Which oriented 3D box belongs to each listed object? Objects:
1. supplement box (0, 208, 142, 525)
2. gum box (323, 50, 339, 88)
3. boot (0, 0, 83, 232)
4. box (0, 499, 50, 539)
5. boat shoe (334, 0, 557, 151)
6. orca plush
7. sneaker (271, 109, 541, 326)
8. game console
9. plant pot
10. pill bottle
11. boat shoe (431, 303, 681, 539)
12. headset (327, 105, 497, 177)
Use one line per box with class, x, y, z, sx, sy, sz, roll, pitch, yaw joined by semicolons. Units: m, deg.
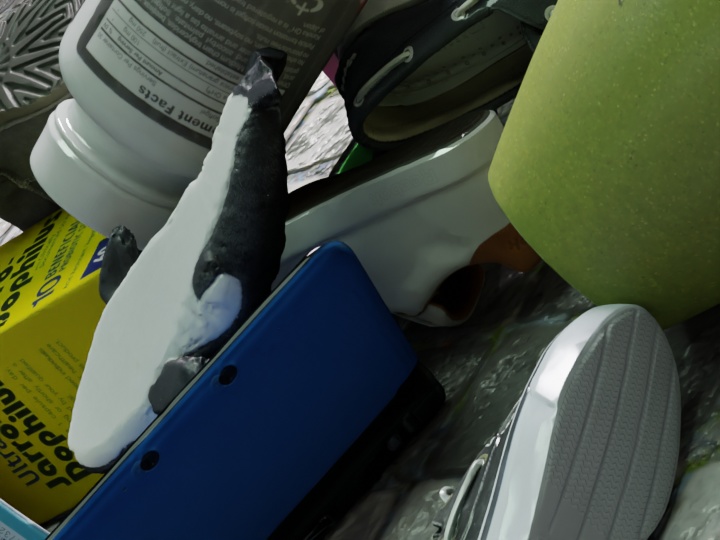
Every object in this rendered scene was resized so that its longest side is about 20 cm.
supplement box;-0.141;0.039;1.194;0.199;0.110;0.109;-28;26;32
gum box;0.028;-0.160;1.262;0.066;0.114;0.201;-27;27;30
boot;-0.125;-0.058;1.228;0.181;0.199;0.073;-26;48;33
box;-0.191;0.126;1.098;0.049;0.082;0.200;-55;11;-12
boat shoe;0.078;-0.112;1.034;0.199;0.075;0.061;-28;45;27
orca plush;-0.059;0.002;1.012;0.105;0.071;0.202;26;102;52
sneaker;0.000;0.000;1.054;0.199;0.085;0.073;-20;17;42
game console;-0.072;0.083;0.990;0.200;0.118;0.170;-47;23;-11
plant pot;0.146;-0.079;0.872;0.200;0.187;0.187;-49;19;18
pill bottle;-0.068;-0.111;1.051;0.201;0.110;0.111;-56;17;20
boat shoe;0.053;0.093;0.819;0.071;0.072;0.201;-13;38;43
headset;0.049;-0.058;1.134;0.200;0.094;0.124;-50;23;23
